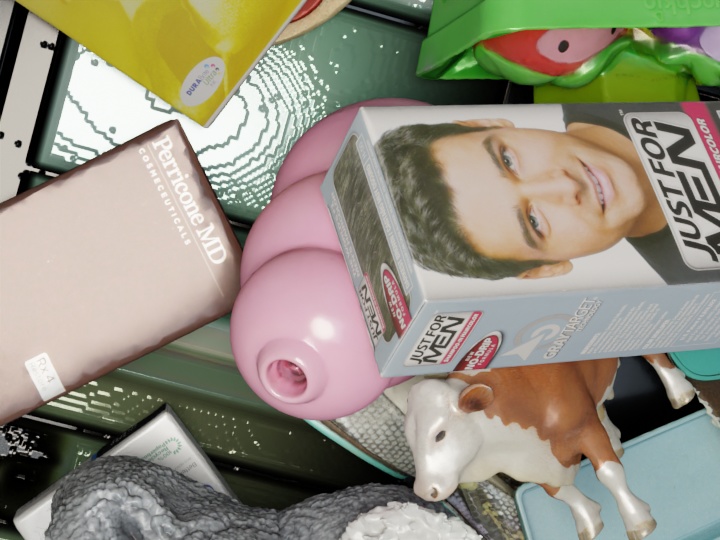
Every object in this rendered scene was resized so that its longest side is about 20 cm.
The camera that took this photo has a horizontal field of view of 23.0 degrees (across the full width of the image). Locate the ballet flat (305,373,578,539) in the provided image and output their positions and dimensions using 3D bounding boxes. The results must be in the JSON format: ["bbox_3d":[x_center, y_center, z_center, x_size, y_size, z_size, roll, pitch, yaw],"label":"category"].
[{"bbox_3d":[0.043,0.088,0.914,0.200,0.072,0.072,39,89,-14],"label":"ballet flat"}]

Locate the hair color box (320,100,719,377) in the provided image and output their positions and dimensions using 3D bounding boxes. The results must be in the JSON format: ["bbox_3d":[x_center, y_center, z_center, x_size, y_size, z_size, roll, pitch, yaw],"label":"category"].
[{"bbox_3d":[0.093,-0.017,0.773,0.199,0.061,0.099,-4,58,-24],"label":"hair color box"}]

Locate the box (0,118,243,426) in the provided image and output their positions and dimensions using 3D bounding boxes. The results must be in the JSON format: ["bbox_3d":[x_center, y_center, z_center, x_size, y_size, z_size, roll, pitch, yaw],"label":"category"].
[{"bbox_3d":[-0.158,0.011,0.883,0.200,0.075,0.100,-27,97,-6],"label":"box"}]

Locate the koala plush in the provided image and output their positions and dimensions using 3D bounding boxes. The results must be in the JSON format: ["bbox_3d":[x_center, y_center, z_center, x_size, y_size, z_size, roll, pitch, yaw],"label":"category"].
[{"bbox_3d":[-0.032,0.156,0.820,0.199,0.177,0.184,-15,75,4],"label":"koala plush"}]

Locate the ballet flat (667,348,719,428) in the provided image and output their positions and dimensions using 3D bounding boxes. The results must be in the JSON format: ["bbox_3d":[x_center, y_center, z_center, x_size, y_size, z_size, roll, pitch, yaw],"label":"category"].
[{"bbox_3d":[0.202,0.046,0.906,0.072,0.072,0.200,-30,106,-4],"label":"ballet flat"}]

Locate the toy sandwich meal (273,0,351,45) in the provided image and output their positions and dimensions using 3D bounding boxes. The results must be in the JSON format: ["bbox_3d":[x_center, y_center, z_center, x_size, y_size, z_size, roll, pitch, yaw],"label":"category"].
[{"bbox_3d":[-0.072,-0.208,0.876,0.205,0.070,0.206,-1,94,-7],"label":"toy sandwich meal"}]

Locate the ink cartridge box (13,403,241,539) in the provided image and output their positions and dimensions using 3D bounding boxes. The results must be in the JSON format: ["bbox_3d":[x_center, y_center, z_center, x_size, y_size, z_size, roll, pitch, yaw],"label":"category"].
[{"bbox_3d":[-0.082,0.178,0.922,0.099,0.039,0.200,-35,96,-3],"label":"ink cartridge box"}]

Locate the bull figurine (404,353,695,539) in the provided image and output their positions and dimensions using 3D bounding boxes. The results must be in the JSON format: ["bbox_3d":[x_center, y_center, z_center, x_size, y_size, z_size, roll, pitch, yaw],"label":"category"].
[{"bbox_3d":[0.090,0.060,0.828,0.065,0.200,0.122,-29,104,36],"label":"bull figurine"}]

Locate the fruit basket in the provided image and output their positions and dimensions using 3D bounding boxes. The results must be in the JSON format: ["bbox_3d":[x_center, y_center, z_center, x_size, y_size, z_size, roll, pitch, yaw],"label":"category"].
[{"bbox_3d":[0.135,-0.096,0.875,0.215,0.155,0.216,1,87,-14],"label":"fruit basket"}]

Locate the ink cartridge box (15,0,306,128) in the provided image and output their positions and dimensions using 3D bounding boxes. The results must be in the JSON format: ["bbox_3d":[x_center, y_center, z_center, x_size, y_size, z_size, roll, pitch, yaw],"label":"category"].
[{"bbox_3d":[-0.098,-0.190,0.804,0.200,0.047,0.198,31,128,-15],"label":"ink cartridge box"}]

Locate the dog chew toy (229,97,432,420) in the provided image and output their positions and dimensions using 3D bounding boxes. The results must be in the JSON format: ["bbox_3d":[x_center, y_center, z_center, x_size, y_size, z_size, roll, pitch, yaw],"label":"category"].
[{"bbox_3d":[0.000,0.000,0.836,0.124,0.200,0.125,10,122,16],"label":"dog chew toy"}]

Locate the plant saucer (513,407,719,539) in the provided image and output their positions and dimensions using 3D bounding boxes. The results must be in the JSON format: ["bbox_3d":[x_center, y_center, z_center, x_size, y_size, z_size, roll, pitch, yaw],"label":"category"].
[{"bbox_3d":[0.166,0.112,0.924,0.200,0.019,0.070,-19,97,-25],"label":"plant saucer"}]
